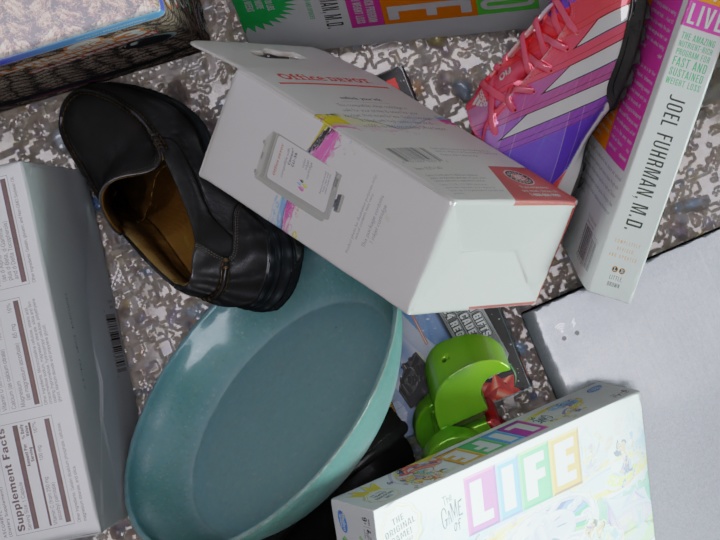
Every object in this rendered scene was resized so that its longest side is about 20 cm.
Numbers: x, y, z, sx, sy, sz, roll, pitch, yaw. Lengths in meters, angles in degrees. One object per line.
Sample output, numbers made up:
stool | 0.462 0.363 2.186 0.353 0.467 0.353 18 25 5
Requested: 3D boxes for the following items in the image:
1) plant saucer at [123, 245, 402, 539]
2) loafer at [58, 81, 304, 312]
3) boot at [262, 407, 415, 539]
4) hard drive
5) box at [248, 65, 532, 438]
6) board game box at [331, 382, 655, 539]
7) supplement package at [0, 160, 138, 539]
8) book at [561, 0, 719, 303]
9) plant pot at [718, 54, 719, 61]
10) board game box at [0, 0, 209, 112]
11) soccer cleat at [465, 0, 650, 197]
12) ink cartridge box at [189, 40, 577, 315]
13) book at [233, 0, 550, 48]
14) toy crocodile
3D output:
plant saucer | -0.045 0.073 1.204 0.036 0.200 0.200 39 93 -30
loafer | -0.115 -0.048 1.245 0.200 0.072 0.073 38 116 37
boot | 0.010 0.186 1.246 0.158 0.079 0.211 42 130 6
hard drive | 0.194 0.089 1.283 0.139 0.033 0.201 -23 89 3
box | 0.000 0.000 1.292 0.136 0.040 0.201 -22 89 5
board game box | 0.077 0.154 1.194 0.199 0.034 0.135 -20 109 -37
supplement package | -0.200 0.050 1.247 0.110 0.156 0.201 -12 89 6
book | 0.156 -0.096 1.213 0.048 0.134 0.201 16 105 -7
plant pot | 0.275 -0.129 1.183 0.142 0.200 0.200 -42 88 -6
board game box | -0.180 -0.155 1.224 0.159 0.200 0.097 -16 89 4
soccer cleat | 0.099 -0.099 1.212 0.073 0.068 0.201 14 122 -12
ink cartridge box | 0.000 -0.053 1.189 0.200 0.116 0.068 35 112 33
book | 0.026 -0.176 1.235 0.199 0.134 0.048 -7 70 5
toy crocodile | 0.074 0.129 1.252 0.061 0.068 0.201 -17 110 2
